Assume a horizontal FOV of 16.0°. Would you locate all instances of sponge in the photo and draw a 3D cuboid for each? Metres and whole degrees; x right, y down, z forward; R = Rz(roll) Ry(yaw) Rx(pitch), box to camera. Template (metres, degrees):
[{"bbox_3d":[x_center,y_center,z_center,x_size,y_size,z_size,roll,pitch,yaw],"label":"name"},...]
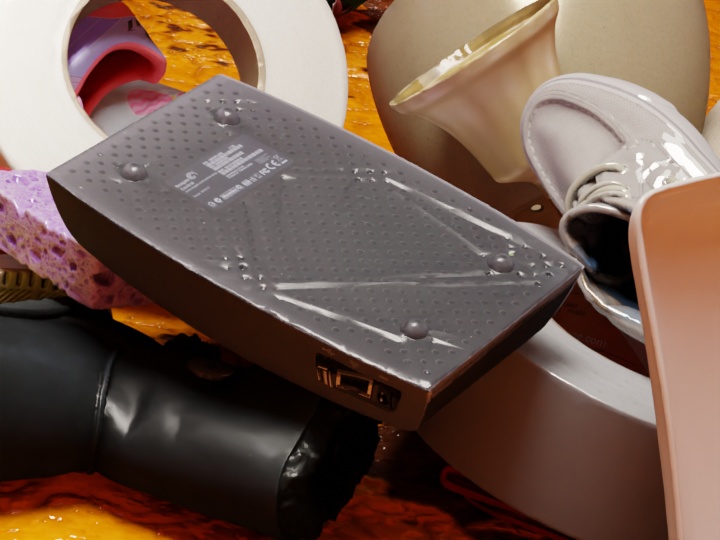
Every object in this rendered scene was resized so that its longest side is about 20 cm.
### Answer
[{"bbox_3d":[-0.070,-0.021,1.201,0.200,0.030,0.112,-5,23,-38],"label":"sponge"}]

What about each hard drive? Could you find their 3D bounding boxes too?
[{"bbox_3d":[-0.021,-0.009,1.089,0.200,0.042,0.135,29,40,23],"label":"hard drive"}]

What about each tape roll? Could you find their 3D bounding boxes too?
[{"bbox_3d":[-0.104,-0.100,1.317,0.203,0.203,0.037,6,-19,-16],"label":"tape roll"},{"bbox_3d":[0.116,0.054,1.175,0.200,0.066,0.200,20,22,-8],"label":"tape roll"}]

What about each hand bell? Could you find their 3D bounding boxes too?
[{"bbox_3d":[0.112,-0.033,1.342,0.104,0.200,0.104,-33,8,5],"label":"hand bell"}]

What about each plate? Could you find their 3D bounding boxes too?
[{"bbox_3d":[0.186,0.046,1.079,0.199,0.200,0.032,-16,13,-39],"label":"plate"}]

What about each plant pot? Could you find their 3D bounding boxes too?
[{"bbox_3d":[0.110,-0.076,1.452,0.200,0.200,0.135,5,55,-18],"label":"plant pot"}]

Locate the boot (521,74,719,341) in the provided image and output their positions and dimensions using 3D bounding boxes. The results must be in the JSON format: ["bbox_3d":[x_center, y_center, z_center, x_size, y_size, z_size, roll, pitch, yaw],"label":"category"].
[{"bbox_3d":[0.122,-0.029,1.161,0.096,0.074,0.200,4,30,-47],"label":"boot"}]

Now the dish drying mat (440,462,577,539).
[{"bbox_3d":[0.100,0.081,1.217,0.077,0.018,0.200,20,19,14],"label":"dish drying mat"}]

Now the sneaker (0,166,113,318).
[{"bbox_3d":[-0.219,-0.010,1.212,0.200,0.071,0.113,14,22,-16],"label":"sneaker"}]

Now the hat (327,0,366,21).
[{"bbox_3d":[-0.058,-0.182,1.870,0.165,0.176,0.200,15,-18,15],"label":"hat"}]

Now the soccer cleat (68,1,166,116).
[{"bbox_3d":[-0.190,-0.076,1.330,0.076,0.067,0.200,40,64,16],"label":"soccer cleat"}]

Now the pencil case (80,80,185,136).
[{"bbox_3d":[-0.143,-0.071,1.409,0.200,0.083,0.091,21,38,28],"label":"pencil case"}]

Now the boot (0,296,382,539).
[{"bbox_3d":[-0.097,0.065,1.059,0.168,0.077,0.200,16,13,24],"label":"boot"}]

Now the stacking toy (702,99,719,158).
[{"bbox_3d":[0.291,-0.021,1.488,0.200,0.146,0.146,21,15,-23],"label":"stacking toy"}]
